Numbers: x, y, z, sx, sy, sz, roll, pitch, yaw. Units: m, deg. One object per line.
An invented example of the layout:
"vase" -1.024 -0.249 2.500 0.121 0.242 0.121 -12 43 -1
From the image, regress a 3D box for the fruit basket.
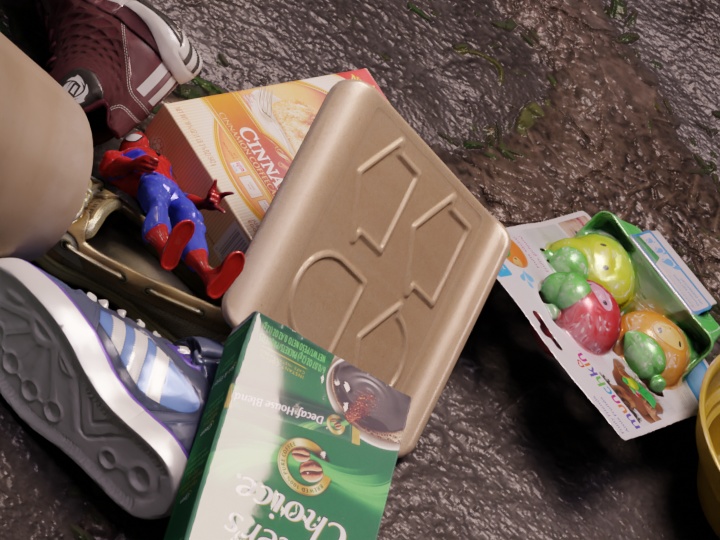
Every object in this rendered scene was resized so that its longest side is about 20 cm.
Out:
"fruit basket" 0.177 0.031 1.855 0.186 0.094 0.200 52 22 16

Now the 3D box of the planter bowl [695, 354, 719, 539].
"planter bowl" 0.304 0.157 1.862 0.199 0.084 0.201 21 43 -21

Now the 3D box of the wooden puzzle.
"wooden puzzle" 0.000 0.000 1.703 0.200 0.046 0.186 42 68 -42

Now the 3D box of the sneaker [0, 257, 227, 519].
"sneaker" -0.138 0.060 1.621 0.200 0.081 0.146 47 34 12

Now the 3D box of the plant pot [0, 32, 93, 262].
"plant pot" -0.266 -0.080 1.586 0.173 0.200 0.201 23 39 -46

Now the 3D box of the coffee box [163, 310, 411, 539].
"coffee box" -0.045 0.136 1.542 0.123 0.044 0.201 30 52 -17

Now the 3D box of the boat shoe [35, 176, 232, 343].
"boat shoe" -0.154 -0.015 1.685 0.200 0.063 0.073 42 39 3

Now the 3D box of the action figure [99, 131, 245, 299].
"action figure" -0.124 -0.047 1.662 0.065 0.052 0.200 27 10 -28

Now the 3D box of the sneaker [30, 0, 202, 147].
"sneaker" -0.208 -0.152 1.771 0.200 0.116 0.076 33 -10 38

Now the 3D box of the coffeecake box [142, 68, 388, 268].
"coffeecake box" -0.041 -0.049 1.796 0.199 0.073 0.154 -14 64 -45
